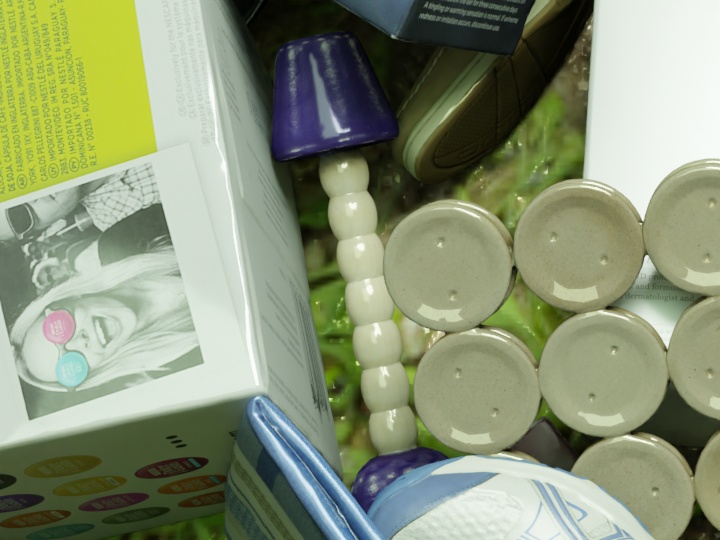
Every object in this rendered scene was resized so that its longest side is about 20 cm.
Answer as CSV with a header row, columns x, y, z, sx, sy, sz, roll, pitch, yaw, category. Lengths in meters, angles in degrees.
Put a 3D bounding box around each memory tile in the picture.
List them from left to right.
x,y,z,sx,sy,sz,roll,pitch,yaw,category
0.098,0.062,0.852,0.152,0.017,0.202,-9,102,12,memory tile

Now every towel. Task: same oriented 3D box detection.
x,y,z,sx,sy,sz,roll,pitch,yaw,category
-0.003,0.130,0.859,0.024,0.200,0.147,-34,77,-15,towel

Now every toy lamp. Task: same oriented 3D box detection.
x,y,z,sx,sy,sz,roll,pitch,yaw,category
0.000,0.000,0.947,0.058,0.058,0.202,-11,89,5,toy lamp

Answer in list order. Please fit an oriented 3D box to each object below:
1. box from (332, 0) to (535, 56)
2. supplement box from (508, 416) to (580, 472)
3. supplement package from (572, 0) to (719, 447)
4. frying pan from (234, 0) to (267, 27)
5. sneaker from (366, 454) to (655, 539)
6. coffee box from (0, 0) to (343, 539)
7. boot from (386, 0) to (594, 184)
x,y,z,sx,sy,sz,roll,pitch,yaw,category
0.005,-0.223,0.894,0.199,0.123,0.200,32,105,22,box
0.100,0.173,0.909,0.109,0.061,0.200,-38,73,-3,supplement box
0.154,-0.036,0.930,0.118,0.121,0.202,2,75,9,supplement package
-0.057,-0.180,1.020,0.115,0.031,0.191,43,106,32,frying pan
0.091,0.134,0.818,0.199,0.088,0.076,23,109,4,sneaker
-0.131,-0.002,0.923,0.196,0.200,0.202,-12,73,5,coffee box
0.031,-0.150,1.009,0.154,0.072,0.201,31,76,16,boot
